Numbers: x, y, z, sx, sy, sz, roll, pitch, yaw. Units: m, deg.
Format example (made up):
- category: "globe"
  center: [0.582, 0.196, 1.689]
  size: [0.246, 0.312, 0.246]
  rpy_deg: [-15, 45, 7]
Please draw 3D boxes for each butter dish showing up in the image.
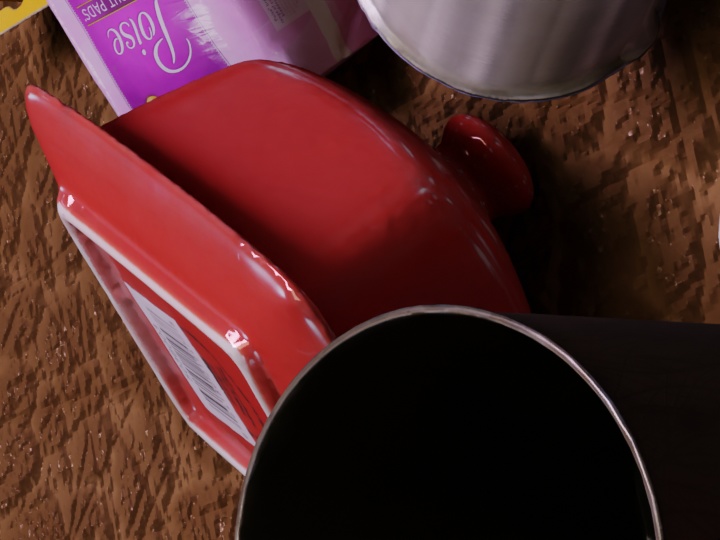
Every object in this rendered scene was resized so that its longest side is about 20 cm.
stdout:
- category: "butter dish"
  center: [0.000, 0.000, 0.882]
  size: [0.199, 0.148, 0.200]
  rpy_deg: [35, 159, 45]

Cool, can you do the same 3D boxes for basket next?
- category: "basket"
  center: [0.094, 0.077, 0.703]
  size: [0.180, 0.200, 0.136]
  rpy_deg: [-17, 77, 50]

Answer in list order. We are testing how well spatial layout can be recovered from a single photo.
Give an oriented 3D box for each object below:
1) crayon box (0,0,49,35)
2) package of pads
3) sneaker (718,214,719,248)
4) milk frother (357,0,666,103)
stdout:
- category: "crayon box"
  center: [-0.153, -0.210, 1.136]
  size: [0.126, 0.052, 0.200]
  rpy_deg: [-20, 75, 50]
- category: "package of pads"
  center: [-0.088, -0.152, 0.971]
  size: [0.120, 0.076, 0.200]
  rpy_deg: [-16, 108, 51]
- category: "sneaker"
  center: [0.154, -0.086, 0.729]
  size: [0.088, 0.081, 0.200]
  rpy_deg: [41, 116, 49]
- category: "milk frother"
  center: [0.075, -0.189, 0.767]
  size: [0.181, 0.200, 0.188]
  rpy_deg: [52, 162, 12]
